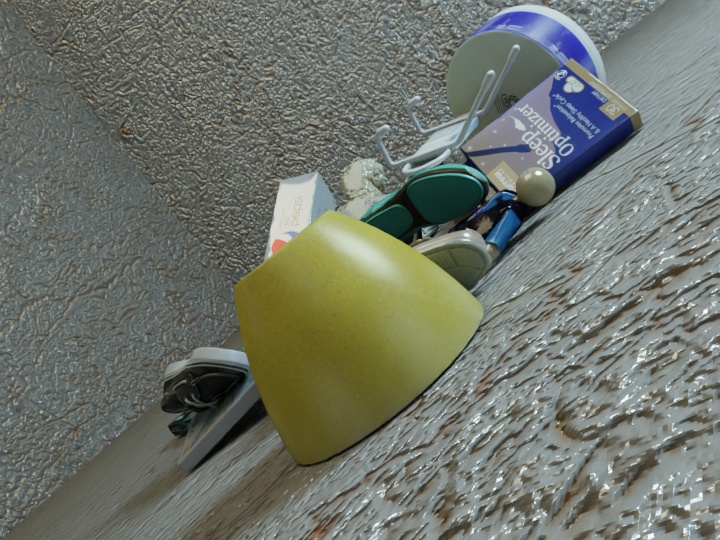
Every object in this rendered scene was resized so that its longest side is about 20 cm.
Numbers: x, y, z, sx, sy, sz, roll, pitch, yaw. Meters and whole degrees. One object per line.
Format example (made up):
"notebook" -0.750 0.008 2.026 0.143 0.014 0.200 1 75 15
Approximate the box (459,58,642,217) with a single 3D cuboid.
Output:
"box" 0.200 -0.141 0.824 0.200 0.121 0.032 -39 -39 7

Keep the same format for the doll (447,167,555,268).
"doll" 0.120 -0.034 0.756 0.200 0.048 0.137 -38 15 19

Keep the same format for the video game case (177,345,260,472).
"video game case" -0.160 0.147 0.960 0.200 0.022 0.182 -47 15 12

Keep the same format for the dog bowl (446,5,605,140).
"dog bowl" 0.217 -0.241 0.967 0.079 0.200 0.200 -43 6 -32

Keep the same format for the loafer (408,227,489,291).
"loafer" 0.043 0.011 0.709 0.200 0.072 0.063 -39 26 36

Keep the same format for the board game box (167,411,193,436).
"board game box" -0.261 0.233 1.273 0.135 0.028 0.200 -42 6 -29

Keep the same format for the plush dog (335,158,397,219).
"plush dog" 0.015 -0.043 1.116 0.200 0.160 0.172 -49 -35 -5

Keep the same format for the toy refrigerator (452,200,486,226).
"toy refrigerator" 0.153 -0.093 0.969 0.076 0.070 0.200 -32 7 8

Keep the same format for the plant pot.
"plant pot" -0.020 0.036 0.595 0.200 0.142 0.200 -38 5 4

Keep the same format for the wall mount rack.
"wall mount rack" 0.115 -0.195 0.886 0.173 0.075 0.200 -17 21 34

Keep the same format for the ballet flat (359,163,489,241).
"ballet flat" 0.073 -0.084 0.850 0.200 0.067 0.070 -26 19 43

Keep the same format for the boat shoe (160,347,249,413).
"boat shoe" -0.199 0.148 0.926 0.200 0.072 0.071 -28 49 52

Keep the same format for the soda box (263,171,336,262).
"soda box" -0.083 -0.038 0.989 0.063 0.068 0.201 -11 48 19

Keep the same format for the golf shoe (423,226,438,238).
"golf shoe" 0.086 -0.072 1.261 0.097 0.078 0.200 -28 11 37

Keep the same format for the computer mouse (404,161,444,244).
"computer mouse" 0.074 -0.056 0.953 0.140 0.046 0.201 122 165 -67
